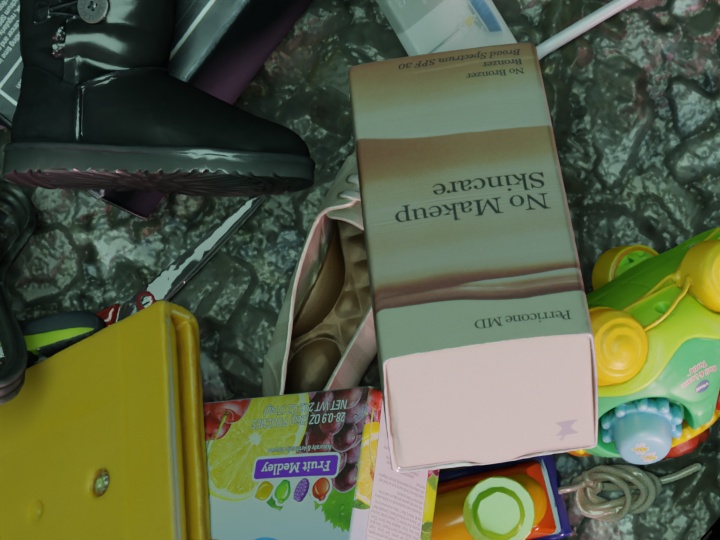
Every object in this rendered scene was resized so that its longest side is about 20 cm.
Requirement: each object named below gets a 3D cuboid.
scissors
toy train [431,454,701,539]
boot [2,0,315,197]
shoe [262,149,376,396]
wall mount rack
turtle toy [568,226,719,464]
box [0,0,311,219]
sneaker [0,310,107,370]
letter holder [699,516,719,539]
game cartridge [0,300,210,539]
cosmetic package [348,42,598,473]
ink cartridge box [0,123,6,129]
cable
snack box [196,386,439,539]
[{"bbox_3d":[-0.129,0.031,1.274,0.199,0.014,0.073,-27,80,5],"label":"scissors"},{"bbox_3d":[0.084,0.125,1.183,0.199,0.116,0.085,-15,85,7],"label":"toy train"},{"bbox_3d":[-0.099,-0.143,1.136,0.164,0.066,0.201,3,81,6],"label":"boot"},{"bbox_3d":[0.000,0.000,1.235,0.070,0.053,0.201,23,90,9],"label":"shoe"},{"bbox_3d":[0.078,-0.165,1.209,0.174,0.074,0.200,-41,107,-33],"label":"wall mount rack"},{"bbox_3d":[0.168,0.039,1.169,0.199,0.146,0.101,-29,98,-17],"label":"turtle toy"},{"bbox_3d":[-0.147,-0.168,1.231,0.198,0.123,0.200,38,91,10],"label":"box"},{"bbox_3d":[-0.238,0.035,1.253,0.199,0.074,0.081,-5,65,13],"label":"sneaker"},{"bbox_3d":[0.275,0.145,1.164,0.142,0.101,0.200,41,93,7],"label":"letter holder"},{"bbox_3d":[-0.160,0.131,1.164,0.200,0.032,0.177,-27,55,34],"label":"game cartridge"},{"bbox_3d":[0.052,-0.010,1.079,0.103,0.087,0.201,-8,48,0],"label":"cosmetic package"},{"bbox_3d":[-0.307,-0.082,1.262,0.199,0.099,0.039,-12,83,7],"label":"ink cartridge box"},{"bbox_3d":[-0.212,0.011,1.219,0.200,0.097,0.050,59,140,40],"label":"cable"},{"bbox_3d":[-0.050,0.167,1.113,0.168,0.068,0.201,-9,66,41],"label":"snack box"}]
